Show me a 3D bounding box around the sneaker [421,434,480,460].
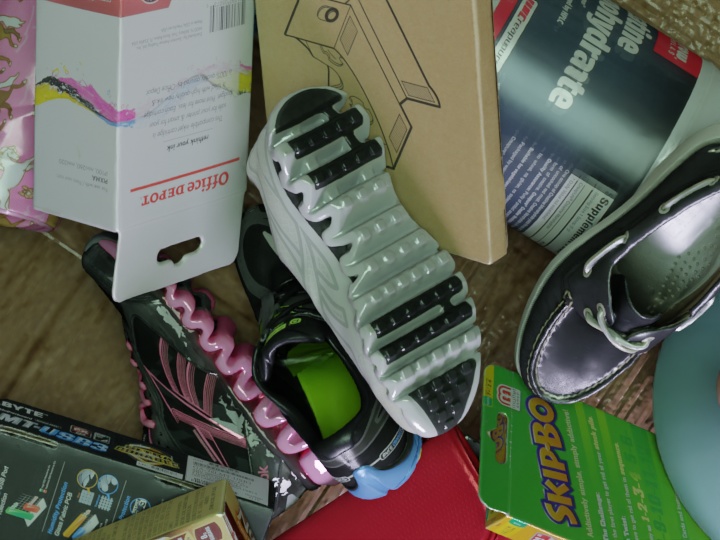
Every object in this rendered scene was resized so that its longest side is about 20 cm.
[{"bbox_3d":[0.047,0.140,1.667,0.200,0.071,0.098,40,97,3],"label":"sneaker"}]

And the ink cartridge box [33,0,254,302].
[{"bbox_3d":[-0.120,-0.094,1.599,0.067,0.116,0.200,16,111,34],"label":"ink cartridge box"}]

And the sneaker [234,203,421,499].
[{"bbox_3d":[-0.025,0.035,1.624,0.071,0.083,0.200,-33,54,15],"label":"sneaker"}]

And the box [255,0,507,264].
[{"bbox_3d":[0.007,-0.114,1.566,0.021,0.163,0.200,-31,127,-40],"label":"box"}]

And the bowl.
[{"bbox_3d":[0.276,0.073,1.641,0.201,0.105,0.201,4,75,-16],"label":"bowl"}]

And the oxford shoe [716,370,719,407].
[{"bbox_3d":[0.292,0.041,1.557,0.200,0.074,0.071,-21,81,-22],"label":"oxford shoe"}]

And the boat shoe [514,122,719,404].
[{"bbox_3d":[0.154,0.008,1.564,0.074,0.060,0.200,35,117,-18],"label":"boat shoe"}]

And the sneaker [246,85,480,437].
[{"bbox_3d":[0.000,0.000,1.577,0.075,0.081,0.200,-22,83,-32],"label":"sneaker"}]

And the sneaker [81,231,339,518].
[{"bbox_3d":[-0.101,0.068,1.660,0.095,0.079,0.200,-41,92,8],"label":"sneaker"}]

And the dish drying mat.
[{"bbox_3d":[-0.005,0.170,1.646,0.200,0.018,0.077,-34,85,22],"label":"dish drying mat"}]

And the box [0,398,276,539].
[{"bbox_3d":[-0.170,0.186,1.635,0.198,0.050,0.200,18,106,-4],"label":"box"}]

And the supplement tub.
[{"bbox_3d":[0.121,-0.084,1.637,0.200,0.140,0.140,31,88,-4],"label":"supplement tub"}]

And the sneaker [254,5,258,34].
[{"bbox_3d":[-0.024,-0.217,1.659,0.200,0.077,0.081,-37,87,-7],"label":"sneaker"}]

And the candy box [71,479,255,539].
[{"bbox_3d":[-0.142,0.207,1.589,0.200,0.055,0.116,-22,105,7],"label":"candy box"}]

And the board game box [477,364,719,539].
[{"bbox_3d":[0.144,0.129,1.640,0.200,0.030,0.096,26,49,-27],"label":"board game box"}]

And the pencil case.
[{"bbox_3d":[-0.182,-0.123,1.642,0.086,0.083,0.200,20,89,-21],"label":"pencil case"}]
